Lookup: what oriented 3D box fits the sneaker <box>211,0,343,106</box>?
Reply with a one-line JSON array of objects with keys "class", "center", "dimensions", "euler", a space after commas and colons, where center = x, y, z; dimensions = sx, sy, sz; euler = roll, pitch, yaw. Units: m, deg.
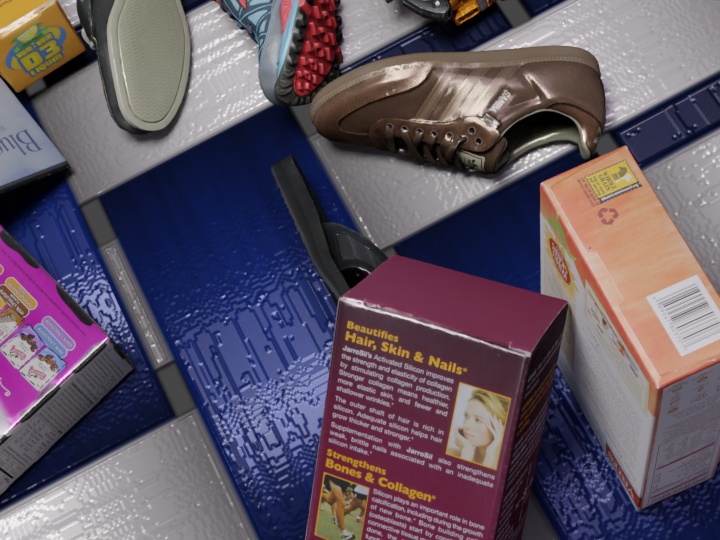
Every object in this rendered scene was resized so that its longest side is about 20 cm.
[{"class": "sneaker", "center": [-0.066, -0.194, 1.114], "dimensions": [0.095, 0.079, 0.200], "euler": [-10, 55, 17]}]

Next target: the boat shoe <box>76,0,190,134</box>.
[{"class": "boat shoe", "center": [-0.173, -0.186, 1.139], "dimensions": [0.068, 0.072, 0.200], "euler": [-28, 64, 41]}]

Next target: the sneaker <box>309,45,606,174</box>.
[{"class": "sneaker", "center": [0.065, -0.101, 1.037], "dimensions": [0.200, 0.070, 0.076], "euler": [-9, 65, 8]}]

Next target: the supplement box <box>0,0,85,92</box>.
[{"class": "supplement box", "center": [-0.281, -0.226, 1.158], "dimensions": [0.067, 0.069, 0.200], "euler": [-32, 56, -5]}]

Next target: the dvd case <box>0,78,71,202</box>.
[{"class": "dvd case", "center": [-0.315, -0.122, 1.078], "dimensions": [0.200, 0.018, 0.143], "euler": [51, 43, 9]}]

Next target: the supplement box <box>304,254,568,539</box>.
[{"class": "supplement box", "center": [0.040, 0.105, 0.878], "dimensions": [0.110, 0.086, 0.200], "euler": [16, 113, 18]}]

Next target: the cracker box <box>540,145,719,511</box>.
[{"class": "cracker box", "center": [0.155, 0.039, 0.880], "dimensions": [0.058, 0.200, 0.134], "euler": [-23, 63, -6]}]

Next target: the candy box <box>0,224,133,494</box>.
[{"class": "candy box", "center": [-0.271, 0.082, 1.026], "dimensions": [0.200, 0.061, 0.136], "euler": [-43, 65, -10]}]

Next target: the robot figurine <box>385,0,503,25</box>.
[{"class": "robot figurine", "center": [0.057, -0.260, 1.119], "dimensions": [0.145, 0.058, 0.200], "euler": [-32, 63, -4]}]

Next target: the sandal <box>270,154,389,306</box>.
[{"class": "sandal", "center": [-0.001, -0.001, 1.001], "dimensions": [0.048, 0.075, 0.200], "euler": [-29, 63, 2]}]
